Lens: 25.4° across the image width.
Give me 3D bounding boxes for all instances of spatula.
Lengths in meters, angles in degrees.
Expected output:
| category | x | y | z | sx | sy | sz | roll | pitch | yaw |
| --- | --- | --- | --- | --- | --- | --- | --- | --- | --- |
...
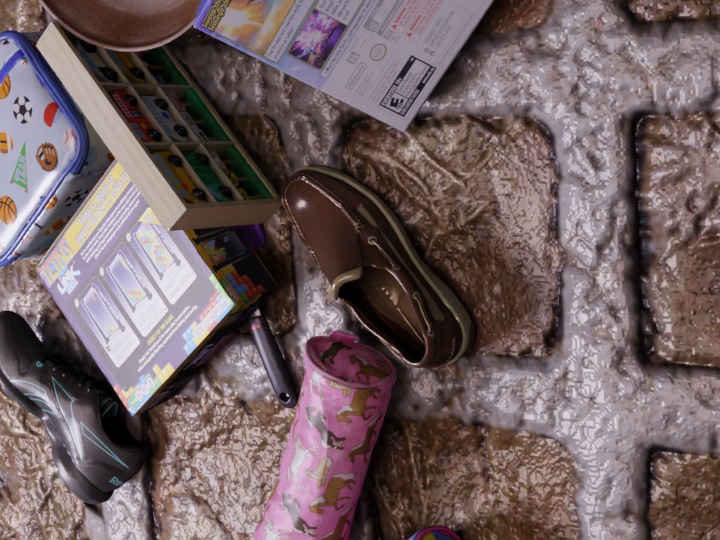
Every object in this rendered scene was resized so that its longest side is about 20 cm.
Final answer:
| category | x | y | z | sx | sy | sz | roll | pitch | yaw |
| --- | --- | --- | --- | --- | --- | --- | --- | --- | --- |
| spatula | -0.092 | 0.023 | 1.355 | 0.056 | 0.021 | 0.201 | -15 | 94 | 31 |

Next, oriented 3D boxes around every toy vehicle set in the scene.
| category | x | y | z | sx | sy | sz | roll | pitch | yaw |
| --- | --- | --- | --- | --- | --- | --- | --- | --- | --- |
| toy vehicle set | -0.160 | -0.117 | 1.288 | 0.027 | 0.124 | 0.200 | -47 | 70 | 28 |

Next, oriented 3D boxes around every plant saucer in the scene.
| category | x | y | z | sx | sy | sz | roll | pitch | yaw |
| --- | --- | --- | --- | --- | --- | --- | --- | --- | --- |
| plant saucer | -0.179 | -0.271 | 1.232 | 0.200 | 0.037 | 0.201 | 8 | 110 | 24 |

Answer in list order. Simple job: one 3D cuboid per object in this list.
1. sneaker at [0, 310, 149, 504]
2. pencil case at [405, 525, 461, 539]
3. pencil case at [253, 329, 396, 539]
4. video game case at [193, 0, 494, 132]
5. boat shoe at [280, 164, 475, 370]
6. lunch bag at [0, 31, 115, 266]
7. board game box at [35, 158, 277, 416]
| category | x | y | z | sx | sy | sz | roll | pitch | yaw |
| --- | --- | --- | --- | --- | --- | --- | --- | --- | --- |
| sneaker | -0.268 | 0.114 | 1.477 | 0.079 | 0.075 | 0.200 | -35 | 89 | 21 |
| pencil case | 0.006 | 0.281 | 1.320 | 0.200 | 0.088 | 0.089 | -35 | 83 | 33 |
| pencil case | -0.029 | 0.152 | 1.311 | 0.086 | 0.083 | 0.201 | 32 | 119 | 32 |
| video game case | 0.003 | -0.220 | 1.152 | 0.181 | 0.046 | 0.200 | 25 | 125 | -16 |
| boat shoe | 0.003 | -0.004 | 1.253 | 0.202 | 0.075 | 0.075 | 44 | 122 | 16 |
| lunch bag | -0.306 | -0.109 | 1.423 | 0.200 | 0.075 | 0.161 | -44 | 75 | 32 |
| board game box | -0.179 | 0.006 | 1.372 | 0.166 | 0.057 | 0.200 | 56 | 134 | 10 |
